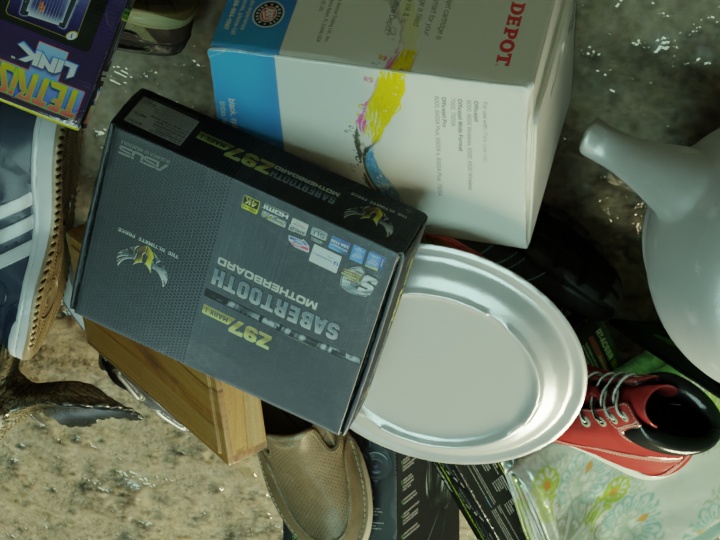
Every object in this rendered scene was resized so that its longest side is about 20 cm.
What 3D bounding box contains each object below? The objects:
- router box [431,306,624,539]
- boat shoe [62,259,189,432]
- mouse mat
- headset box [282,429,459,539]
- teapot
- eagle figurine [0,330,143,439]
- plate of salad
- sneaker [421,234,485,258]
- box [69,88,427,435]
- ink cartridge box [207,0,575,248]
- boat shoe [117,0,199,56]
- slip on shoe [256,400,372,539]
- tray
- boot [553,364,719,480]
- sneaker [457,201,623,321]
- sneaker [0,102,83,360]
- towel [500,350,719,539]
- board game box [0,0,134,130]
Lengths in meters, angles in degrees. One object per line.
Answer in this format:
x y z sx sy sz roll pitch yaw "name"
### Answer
0.134 0.125 1.687 0.062 0.150 0.200 39 163 48 "router box"
-0.173 0.062 1.793 0.068 0.072 0.200 -19 134 36 "boat shoe"
0.277 0.073 1.537 0.160 0.200 0.008 6 106 -30 "mouse mat"
0.010 0.183 1.729 0.092 0.174 0.201 3 101 17 "headset box"
0.254 -0.018 1.485 0.146 0.197 0.201 26 131 52 "teapot"
-0.269 0.090 1.805 0.151 0.151 0.200 23 130 -39 "eagle figurine"
0.050 0.050 1.492 0.199 0.048 0.201 9 135 9 "plate of salad"
-0.005 -0.027 1.542 0.199 0.116 0.079 17 116 -24 "sneaker"
-0.072 -0.004 1.431 0.199 0.051 0.158 25 131 7 "box"
0.025 -0.124 1.441 0.199 0.148 0.145 9 139 11 "ink cartridge box"
-0.206 -0.181 1.519 0.199 0.073 0.065 15 135 3 "boat shoe"
-0.043 0.112 1.606 0.076 0.061 0.201 -7 103 18 "slip on shoe"
-0.139 0.047 1.626 0.200 0.037 0.099 36 141 47 "tray"
0.137 0.078 1.530 0.199 0.073 0.144 19 167 -1 "boot"
0.088 -0.017 1.593 0.199 0.075 0.079 31 120 -2 "sneaker"
-0.266 -0.039 1.669 0.108 0.070 0.201 12 111 7 "sneaker"
0.200 0.147 1.668 0.048 0.199 0.172 41 158 47 "towel"
-0.236 -0.200 1.445 0.199 0.166 0.057 22 -176 -4 "board game box"
